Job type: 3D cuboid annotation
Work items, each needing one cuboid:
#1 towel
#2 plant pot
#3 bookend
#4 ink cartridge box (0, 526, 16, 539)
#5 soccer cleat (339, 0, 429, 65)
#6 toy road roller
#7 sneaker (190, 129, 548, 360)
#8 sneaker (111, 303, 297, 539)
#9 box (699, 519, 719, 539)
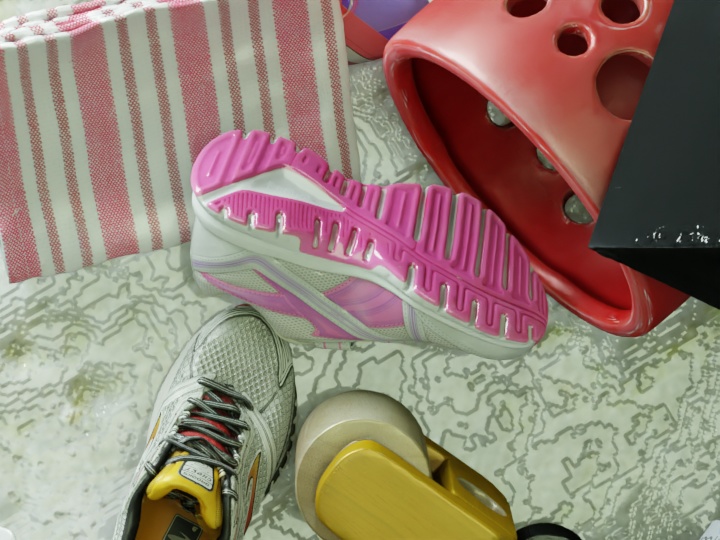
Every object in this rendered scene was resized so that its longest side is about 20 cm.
[{"bbox_3d":[-0.100,-0.075,1.437,0.200,0.030,0.147,-13,122,-7],"label":"towel"},{"bbox_3d":[0.141,-0.093,1.418,0.182,0.200,0.200,-39,94,-12],"label":"plant pot"},{"bbox_3d":[0.217,-0.084,1.240,0.092,0.199,0.200,24,80,-23],"label":"bookend"},{"bbox_3d":[-0.225,0.216,1.401,0.116,0.067,0.200,19,86,39],"label":"ink cartridge box"},{"bbox_3d":[-0.060,-0.151,1.452,0.200,0.076,0.067,13,87,-6],"label":"soccer cleat"},{"bbox_3d":[0.028,0.172,1.438,0.200,0.123,0.146,38,96,-6],"label":"toy road roller"},{"bbox_3d":[0.000,0.000,1.442,0.200,0.088,0.081,23,49,-2],"label":"sneaker"},{"bbox_3d":[-0.078,0.107,1.428,0.078,0.082,0.200,18,66,-3],"label":"sneaker"},{"bbox_3d":[0.218,0.251,1.390,0.200,0.097,0.177,41,73,-11],"label":"box"}]
